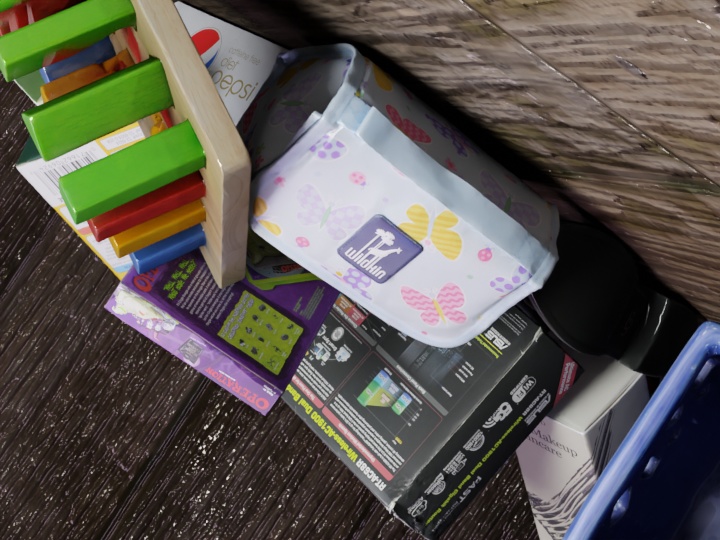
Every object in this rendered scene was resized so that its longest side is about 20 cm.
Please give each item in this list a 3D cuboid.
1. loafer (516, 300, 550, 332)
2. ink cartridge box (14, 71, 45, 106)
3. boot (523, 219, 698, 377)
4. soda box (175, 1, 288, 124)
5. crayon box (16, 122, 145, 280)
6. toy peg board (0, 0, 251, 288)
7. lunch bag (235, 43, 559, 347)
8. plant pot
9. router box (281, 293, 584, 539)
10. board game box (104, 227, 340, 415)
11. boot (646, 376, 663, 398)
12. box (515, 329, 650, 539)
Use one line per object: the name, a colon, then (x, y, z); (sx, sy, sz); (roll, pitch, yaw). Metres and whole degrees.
loafer: (0.108, 0.047, 1.640); (0.068, 0.071, 0.201); (-15, 121, 31)
ink cartridge box: (-0.194, -0.161, 1.653); (0.200, 0.048, 0.146); (53, -147, -20)
boot: (0.111, -0.002, 1.488); (0.174, 0.069, 0.200); (31, 177, 41)
soda box: (-0.075, -0.123, 1.582); (0.068, 0.064, 0.200); (37, 175, -38)
crayon box: (-0.125, -0.037, 1.589); (0.125, 0.052, 0.200); (-17, 128, 33)
toy peg board: (-0.149, -0.093, 1.325); (0.201, 0.097, 0.199); (63, 168, 15)
lunch bag: (0.012, -0.044, 1.367); (0.169, 0.128, 0.200); (36, 170, -18)
plant pot: (0.256, 0.165, 1.461); (0.199, 0.201, 0.180); (32, -177, 14)
router box: (0.030, 0.060, 1.512); (0.062, 0.150, 0.200); (41, -179, -45)
board game box: (-0.071, -0.004, 1.450); (0.120, 0.032, 0.200); (38, -144, -6)
boot: (0.248, 0.115, 1.589); (0.199, 0.073, 0.145); (-9, 124, 38)
box: (0.159, 0.137, 1.571); (0.082, 0.068, 0.201); (27, 150, 38)
